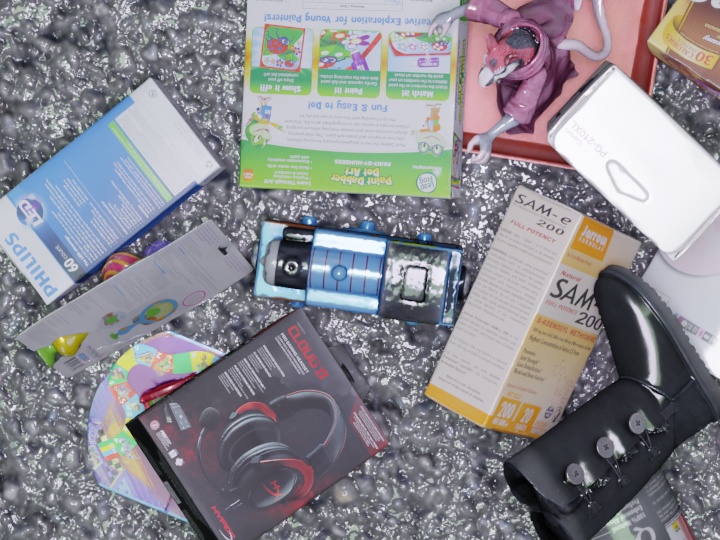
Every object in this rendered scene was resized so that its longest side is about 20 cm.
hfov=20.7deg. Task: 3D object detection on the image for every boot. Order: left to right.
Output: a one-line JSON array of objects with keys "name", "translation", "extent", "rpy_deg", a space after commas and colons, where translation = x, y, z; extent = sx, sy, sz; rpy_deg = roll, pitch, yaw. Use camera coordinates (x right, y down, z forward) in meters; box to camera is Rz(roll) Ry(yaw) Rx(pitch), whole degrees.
[{"name": "boot", "translation": [0.193, 0.114, 1.660], "extent": [0.200, 0.066, 0.165], "rpy_deg": [-37, 89, -18]}]

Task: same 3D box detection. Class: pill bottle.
[{"name": "pill bottle", "translation": [0.235, 0.242, 1.743], "extent": [0.115, 0.116, 0.201], "rpy_deg": [-27, 92, 3]}]

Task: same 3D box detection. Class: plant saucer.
[{"name": "plant saucer", "translation": [0.164, -0.195, 1.762], "extent": [0.199, 0.037, 0.201], "rpy_deg": [9, 93, 1]}]

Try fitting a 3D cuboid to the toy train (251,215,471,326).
[{"name": "toy train", "translation": [0.000, 0.000, 1.739], "extent": [0.199, 0.114, 0.087], "rpy_deg": [8, 93, 1]}]

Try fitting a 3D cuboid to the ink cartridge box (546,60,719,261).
[{"name": "ink cartridge box", "translation": [0.231, -0.096, 1.645], "extent": [0.145, 0.200, 0.084], "rpy_deg": [43, 99, -1]}]

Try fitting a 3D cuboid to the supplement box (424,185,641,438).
[{"name": "supplement box", "translation": [0.152, 0.041, 1.723], "extent": [0.073, 0.126, 0.201], "rpy_deg": [27, 95, 34]}]

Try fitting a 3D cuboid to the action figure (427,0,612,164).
[{"name": "action figure", "translation": [0.143, -0.171, 1.645], "extent": [0.148, 0.200, 0.135], "rpy_deg": [-19, 87, 9]}]

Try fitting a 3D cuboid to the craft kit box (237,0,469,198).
[{"name": "craft kit box", "translation": [-0.005, -0.166, 1.746], "extent": [0.199, 0.048, 0.199], "rpy_deg": [4, 91, 15]}]

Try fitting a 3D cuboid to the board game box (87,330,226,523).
[{"name": "board game box", "translation": [-0.151, 0.151, 1.789], "extent": [0.199, 0.039, 0.159], "rpy_deg": [22, 94, 0]}]

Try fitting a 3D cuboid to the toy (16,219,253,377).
[{"name": "toy", "translation": [-0.206, 0.015, 1.761], "extent": [0.199, 0.115, 0.047], "rpy_deg": [-33, 63, 2]}]

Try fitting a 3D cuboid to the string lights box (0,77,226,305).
[{"name": "string lights box", "translation": [-0.230, -0.071, 1.771], "extent": [0.200, 0.059, 0.103], "rpy_deg": [-38, 91, 4]}]

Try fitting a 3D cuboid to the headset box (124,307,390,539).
[{"name": "headset box", "translation": [-0.083, 0.139, 1.743], "extent": [0.199, 0.075, 0.149], "rpy_deg": [-33, 91, -19]}]

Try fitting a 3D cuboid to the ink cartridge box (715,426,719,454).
[{"name": "ink cartridge box", "translation": [0.435, 0.135, 1.746], "extent": [0.199, 0.084, 0.147], "rpy_deg": [22, 93, 0]}]

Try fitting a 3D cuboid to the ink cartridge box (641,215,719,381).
[{"name": "ink cartridge box", "translation": [0.340, 0.019, 1.705], "extent": [0.057, 0.200, 0.163], "rpy_deg": [26, 95, -43]}]

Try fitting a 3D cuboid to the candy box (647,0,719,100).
[{"name": "candy box", "translation": [0.353, -0.238, 1.695], "extent": [0.116, 0.056, 0.200], "rpy_deg": [37, 92, 22]}]
